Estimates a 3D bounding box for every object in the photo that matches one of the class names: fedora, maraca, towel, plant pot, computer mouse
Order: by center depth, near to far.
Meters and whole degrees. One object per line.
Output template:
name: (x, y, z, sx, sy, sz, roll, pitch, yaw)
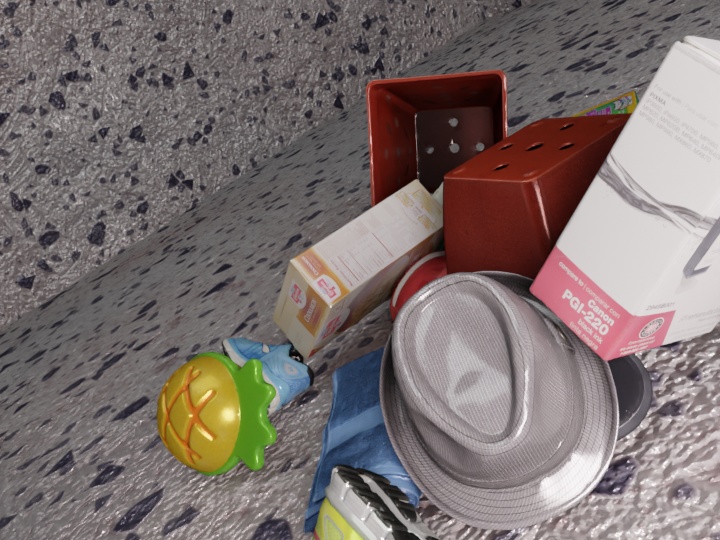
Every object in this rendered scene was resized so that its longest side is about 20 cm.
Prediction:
fedora: (0.088, 0.080, 0.531, 0.177, 0.090, 0.200, -22, 60, 13)
computer mouse: (0.132, 0.089, 0.593, 0.200, 0.053, 0.139, 7, 69, 26)
towel: (0.012, 0.144, 0.662, 0.112, 0.049, 0.200, -29, 23, 25)
plant pot: (0.193, -0.040, 0.692, 0.200, 0.176, 0.200, -31, 21, -20)
maraca: (-0.157, 0.159, 0.808, 0.107, 0.137, 0.200, 1, -8, -44)
plant pot: (0.133, -0.188, 1.114, 0.200, 0.200, 0.176, 0, 9, 17)

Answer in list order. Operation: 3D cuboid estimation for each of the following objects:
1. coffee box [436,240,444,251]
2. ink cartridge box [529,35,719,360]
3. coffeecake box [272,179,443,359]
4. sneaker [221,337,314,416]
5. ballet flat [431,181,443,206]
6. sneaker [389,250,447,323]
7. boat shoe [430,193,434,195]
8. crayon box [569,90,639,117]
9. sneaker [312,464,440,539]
coffee box: (0.026, -0.007, 1.089, 0.200, 0.044, 0.123, -16, 21, 33)
ink cartridge box: (0.230, -0.045, 0.498, 0.145, 0.200, 0.085, -7, 42, -36)
coffeecake box: (0.000, 0.000, 0.882, 0.200, 0.073, 0.154, -35, -15, -28)
sneaker: (-0.118, 0.129, 0.937, 0.090, 0.079, 0.200, -18, 18, -23)
ballet flat: (0.134, -0.078, 0.881, 0.068, 0.075, 0.200, -18, 18, -30)
sneaker: (0.133, 0.007, 0.847, 0.200, 0.078, 0.115, -39, 19, -22)
boat shoe: (0.164, -0.092, 0.969, 0.199, 0.068, 0.074, 13, 3, 41)
crayon box: (0.354, -0.188, 1.056, 0.119, 0.058, 0.200, -20, 21, 26)
sneaker: (0.023, 0.219, 0.487, 0.090, 0.078, 0.200, -62, 29, 5)
